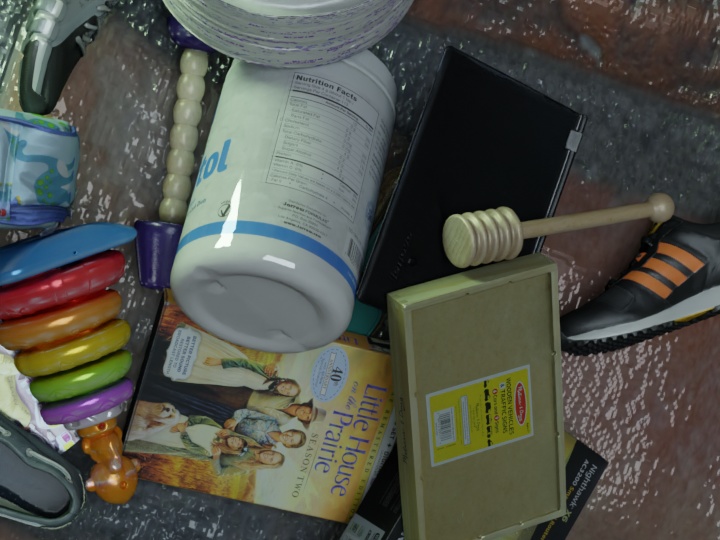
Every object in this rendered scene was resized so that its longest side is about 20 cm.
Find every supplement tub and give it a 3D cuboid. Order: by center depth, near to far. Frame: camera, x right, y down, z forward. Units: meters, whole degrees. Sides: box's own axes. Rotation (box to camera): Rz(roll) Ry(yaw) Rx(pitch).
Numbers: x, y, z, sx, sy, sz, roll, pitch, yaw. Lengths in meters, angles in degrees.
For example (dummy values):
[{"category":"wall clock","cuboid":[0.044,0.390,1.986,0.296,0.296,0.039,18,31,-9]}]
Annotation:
[{"category":"supplement tub","cuboid":[-0.052,-0.056,1.294,0.131,0.132,0.201,20,58,-13]}]

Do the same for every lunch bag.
[{"category":"lunch bag","cuboid":[-0.293,-0.078,1.260,0.198,0.161,0.083,7,95,-11]}]

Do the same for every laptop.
[{"category":"laptop","cuboid":[0.082,-0.041,1.343,0.115,0.200,0.189,20,86,2]}]

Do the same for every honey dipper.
[{"category":"honey dipper","cuboid":[0.148,-0.036,1.301,0.199,0.038,0.038,-11,94,-32]}]

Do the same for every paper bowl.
[{"category":"paper bowl","cuboid":[-0.049,-0.251,1.269,0.199,0.105,0.202,2,61,-3]}]

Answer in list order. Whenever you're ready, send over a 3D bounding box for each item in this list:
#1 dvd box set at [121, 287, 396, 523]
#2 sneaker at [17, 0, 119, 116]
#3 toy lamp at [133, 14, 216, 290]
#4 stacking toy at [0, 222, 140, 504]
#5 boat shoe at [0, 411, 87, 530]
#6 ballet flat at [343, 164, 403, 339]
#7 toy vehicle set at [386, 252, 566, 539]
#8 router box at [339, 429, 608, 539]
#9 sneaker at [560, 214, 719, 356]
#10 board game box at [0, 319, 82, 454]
[{"category":"dvd box set","cuboid":[-0.070,0.105,1.357,0.198,0.029,0.147,15,110,-13]},{"category":"sneaker","cuboid":[-0.178,-0.201,1.329,0.115,0.075,0.202,14,87,-15]},{"category":"toy lamp","cuboid":[-0.132,-0.085,1.350,0.058,0.058,0.202,10,88,-13]},{"category":"stacking toy","cuboid":[-0.200,0.072,1.305,0.115,0.109,0.202,-22,98,-32]},{"category":"boat shoe","cuboid":[-0.281,0.122,1.289,0.199,0.062,0.073,33,85,-12]},{"category":"ballet flat","cuboid":[0.000,0.000,1.371,0.070,0.065,0.200,36,108,-19]},{"category":"toy vehicle set","cuboid":[0.085,0.098,1.295,0.123,0.026,0.202,-13,113,-23]},{"category":"router box","cuboid":[0.079,0.190,1.379,0.157,0.052,0.201,35,83,-35]},{"category":"sneaker","cuboid":[0.233,0.003,1.438,0.199,0.070,0.091,-17,80,-13]},{"category":"board game box","cuboid":[-0.306,0.075,1.327,0.120,0.032,0.201,-35,99,-6]}]
